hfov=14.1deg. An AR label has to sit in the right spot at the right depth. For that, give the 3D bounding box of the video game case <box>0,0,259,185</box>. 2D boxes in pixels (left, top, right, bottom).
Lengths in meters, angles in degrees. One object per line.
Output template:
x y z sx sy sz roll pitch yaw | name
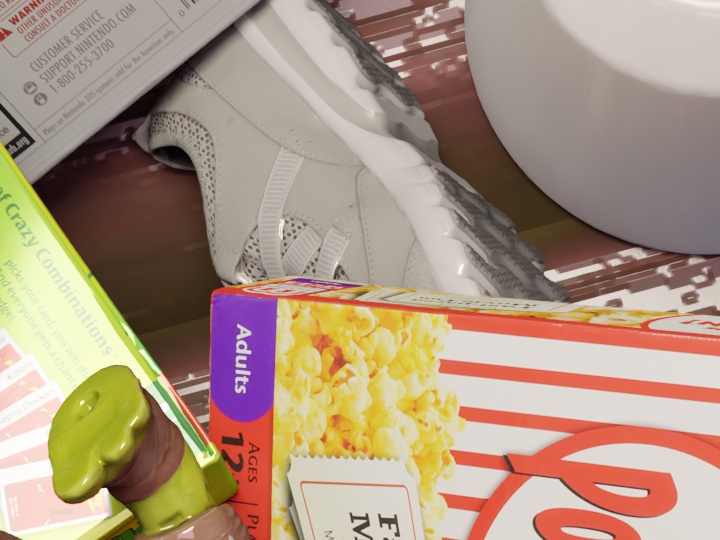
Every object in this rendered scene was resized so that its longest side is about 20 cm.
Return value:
-0.115 -0.115 0.818 0.200 0.022 0.182 -38 121 5 | video game case

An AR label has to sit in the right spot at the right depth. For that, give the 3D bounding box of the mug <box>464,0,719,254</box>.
0.103 -0.110 0.830 0.149 0.153 0.187 8 81 6 | mug

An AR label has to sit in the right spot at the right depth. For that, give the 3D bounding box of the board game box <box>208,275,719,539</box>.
0.055 0.085 0.733 0.199 0.046 0.152 4 97 30 | board game box

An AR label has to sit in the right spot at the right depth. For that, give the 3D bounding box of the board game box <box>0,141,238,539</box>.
-0.130 0.001 0.753 0.101 0.048 0.200 -34 75 -6 | board game box

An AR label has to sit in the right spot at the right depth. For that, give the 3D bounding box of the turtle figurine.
-0.018 0.092 0.691 0.200 0.065 0.161 -32 118 30 | turtle figurine

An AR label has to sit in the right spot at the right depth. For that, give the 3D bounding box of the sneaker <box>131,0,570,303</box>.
0.000 0.000 0.847 0.082 0.075 0.200 -42 49 11 | sneaker
